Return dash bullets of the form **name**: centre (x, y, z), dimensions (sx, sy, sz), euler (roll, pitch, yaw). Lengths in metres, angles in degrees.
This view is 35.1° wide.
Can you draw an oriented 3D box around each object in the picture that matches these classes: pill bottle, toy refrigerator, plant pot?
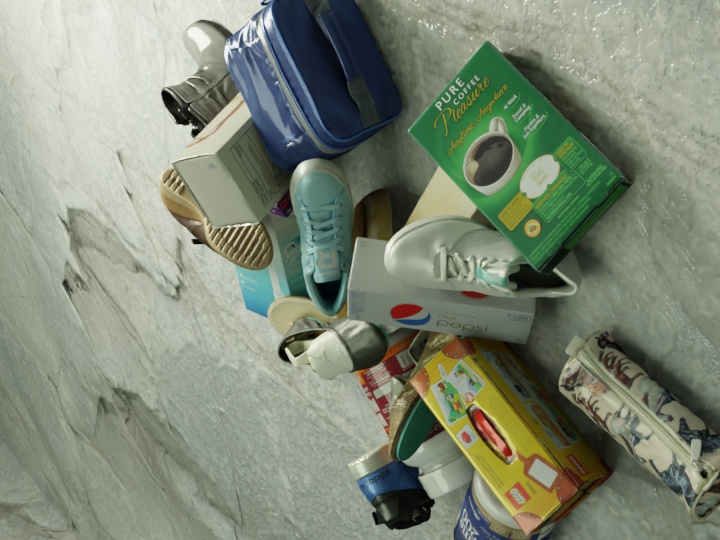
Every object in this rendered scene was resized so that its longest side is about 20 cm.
- **pill bottle**: centre (0.171, 0.307, 1.368), dimensions (0.111, 0.110, 0.202), euler (45, 145, 29)
- **toy refrigerator**: centre (0.098, -0.054, 1.246), dimensions (0.070, 0.075, 0.201), euler (54, 149, 16)
- **plant pot**: centre (0.000, 0.000, 1.376), dimensions (0.200, 0.027, 0.204), euler (-172, 90, -79)
- **pill bottle**: centre (0.077, 0.172, 1.415), dimensions (0.202, 0.109, 0.109), euler (62, 150, 4)

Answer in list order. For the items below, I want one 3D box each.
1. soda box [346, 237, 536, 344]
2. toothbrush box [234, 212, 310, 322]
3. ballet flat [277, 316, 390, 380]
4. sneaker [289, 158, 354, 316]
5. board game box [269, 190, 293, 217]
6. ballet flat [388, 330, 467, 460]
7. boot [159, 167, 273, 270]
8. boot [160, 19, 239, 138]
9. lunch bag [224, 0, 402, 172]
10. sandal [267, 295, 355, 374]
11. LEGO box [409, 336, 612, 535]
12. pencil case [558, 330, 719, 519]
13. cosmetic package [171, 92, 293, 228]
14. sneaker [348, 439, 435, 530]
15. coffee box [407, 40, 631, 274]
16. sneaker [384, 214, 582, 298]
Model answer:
- **soda box**: centre (0.087, 0.021, 1.207), dimensions (0.196, 0.069, 0.064), euler (8, 147, 3)
- **toothbrush box**: centre (-0.115, -0.036, 1.582), dimensions (0.146, 0.085, 0.203), euler (16, 126, 53)
- **ballet flat**: centre (-0.038, 0.094, 1.323), dimensions (0.069, 0.068, 0.199), euler (60, 154, -12)
- **sneaker**: centre (-0.036, -0.032, 1.306), dimensions (0.083, 0.073, 0.202), euler (-105, 4, -47)
- **board game box**: centre (-0.121, -0.136, 1.487), dimensions (0.199, 0.120, 0.032), euler (17, 151, 51)
- **ballet flat**: centre (0.075, 0.124, 1.338), dimensions (0.065, 0.202, 0.070), euler (30, 180, 32)
- **boot**: centre (-0.182, -0.052, 1.528), dimensions (0.199, 0.072, 0.167), euler (40, 169, 16)
- **boot**: centre (-0.215, -0.258, 1.525), dimensions (0.200, 0.131, 0.070), euler (43, 145, 31)
- **lunch bag**: centre (-0.051, -0.228, 1.283), dimensions (0.132, 0.135, 0.202), euler (-22, 96, 49)
- **sandal**: centre (-0.038, 0.107, 1.498), dimensions (0.210, 0.070, 0.078), euler (29, 120, 4)
- **LEGO box**: centre (0.165, 0.171, 1.227), dimensions (0.077, 0.148, 0.201), euler (-45, 69, 17)
- **pencil case**: centre (0.279, 0.145, 1.108), dimensions (0.200, 0.078, 0.090), euler (45, 170, 30)
- **cosmetic package**: centre (-0.119, -0.152, 1.359), dimensions (0.086, 0.201, 0.104), euler (-5, 125, 41)
- **sneaker**: centre (0.052, 0.275, 1.475), dimensions (0.112, 0.076, 0.200), euler (62, -167, 7)
- **coffee box**: centre (0.150, -0.110, 1.096), dimensions (0.123, 0.044, 0.200), euler (-49, 66, 16)
- **sneaker**: centre (0.122, -0.005, 1.125), dimensions (0.089, 0.196, 0.076), euler (-87, 0, -69)
